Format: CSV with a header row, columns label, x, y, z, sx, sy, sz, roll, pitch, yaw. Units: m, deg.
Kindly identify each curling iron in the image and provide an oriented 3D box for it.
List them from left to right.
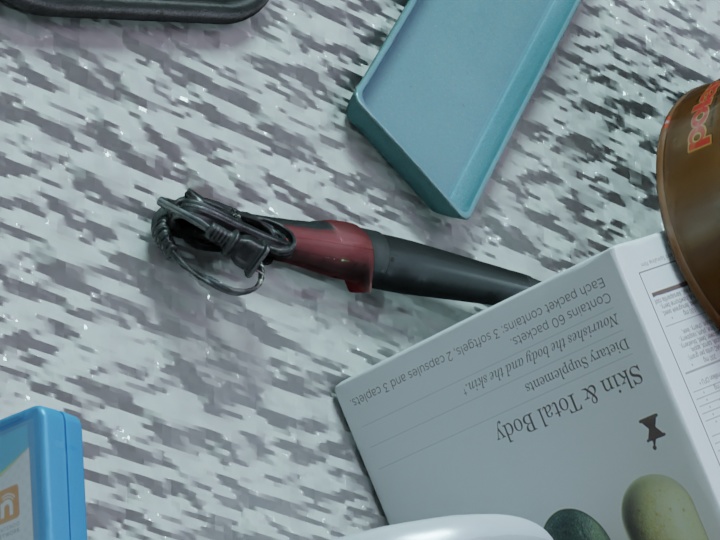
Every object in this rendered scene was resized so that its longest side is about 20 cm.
label,x,y,z,sx,sy,sz,roll,pitch,yaw
curling iron,0.000,0.000,1.014,0.199,0.026,0.050,12,24,-47

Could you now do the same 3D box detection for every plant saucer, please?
label,x,y,z,sx,sy,sz,roll,pitch,yaw
plant saucer,0.049,-0.103,1.133,0.070,0.019,0.200,47,43,-18

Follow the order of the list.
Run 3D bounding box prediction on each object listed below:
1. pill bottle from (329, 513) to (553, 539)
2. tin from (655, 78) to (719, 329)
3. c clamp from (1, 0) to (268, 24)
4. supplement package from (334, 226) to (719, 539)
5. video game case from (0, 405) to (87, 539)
label,x,y,z,sx,sy,sz,roll,pitch,yaw
pill bottle,0.030,0.188,0.880,0.112,0.112,0.201,7,65,-44
tin,0.184,0.008,0.960,0.200,0.042,0.112,43,42,-19
c clamp,-0.096,-0.170,1.016,0.200,0.027,0.172,-12,83,-50
supplement package,0.122,0.095,0.994,0.150,0.152,0.201,-16,81,-46
video game case,-0.124,0.150,0.715,0.018,0.143,0.201,22,54,-45
